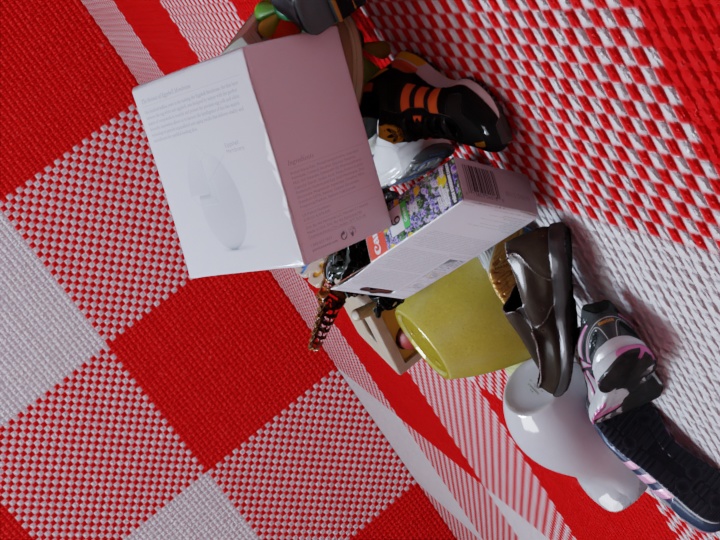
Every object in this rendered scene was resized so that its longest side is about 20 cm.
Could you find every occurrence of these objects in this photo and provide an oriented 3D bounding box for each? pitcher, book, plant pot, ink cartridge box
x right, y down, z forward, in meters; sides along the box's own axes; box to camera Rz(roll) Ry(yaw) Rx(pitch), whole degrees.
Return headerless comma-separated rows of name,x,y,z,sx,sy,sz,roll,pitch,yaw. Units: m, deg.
pitcher,0.243,0.179,1.360,0.200,0.121,0.172,45,179,-34
book,-0.087,-0.240,1.330,0.134,0.048,0.200,50,-159,-17
plant pot,0.126,0.045,1.328,0.200,0.142,0.200,49,170,12
ink cartridge box,0.066,-0.037,1.121,0.200,0.108,0.051,-33,60,41

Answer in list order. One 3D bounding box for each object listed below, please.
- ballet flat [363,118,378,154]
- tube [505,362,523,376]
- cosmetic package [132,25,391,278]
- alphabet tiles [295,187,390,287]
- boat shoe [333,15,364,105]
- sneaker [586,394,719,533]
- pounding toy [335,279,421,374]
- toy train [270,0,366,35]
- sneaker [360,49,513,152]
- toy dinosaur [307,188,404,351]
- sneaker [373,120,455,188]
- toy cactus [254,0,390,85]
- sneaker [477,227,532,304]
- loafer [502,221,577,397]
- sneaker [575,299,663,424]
ballet flat,0.001,-0.181,1.361,0.068,0.068,0.200,45,-177,-20
tube,0.220,0.136,1.494,0.200,0.052,0.058,55,-149,-43
cosmetic package,-0.098,-0.111,1.100,0.199,0.122,0.202,-5,106,49
alphabet tiles,-0.020,-0.074,1.457,0.015,0.196,0.200,34,180,-33
boat shoe,-0.044,-0.169,1.145,0.201,0.062,0.074,106,151,-42
sneaker,0.318,0.207,1.229,0.200,0.070,0.082,49,167,28
pounding toy,0.055,0.025,1.454,0.142,0.184,0.201,42,166,42
toy train,-0.057,-0.299,1.049,0.200,0.114,0.085,44,167,37
sneaker,0.065,-0.145,1.096,0.200,0.090,0.070,41,165,50
toy dinosaur,0.000,0.000,1.315,0.101,0.202,0.136,8,-177,-25
sneaker,0.051,-0.147,1.269,0.088,0.074,0.200,67,165,2
toy cactus,-0.037,-0.266,1.209,0.200,0.102,0.166,48,151,34
sneaker,0.152,-0.030,1.212,0.201,0.075,0.088,54,-173,-2
loafer,0.180,0.039,1.140,0.073,0.071,0.201,-66,-28,-55
sneaker,0.256,0.087,1.144,0.200,0.080,0.087,75,175,-63
